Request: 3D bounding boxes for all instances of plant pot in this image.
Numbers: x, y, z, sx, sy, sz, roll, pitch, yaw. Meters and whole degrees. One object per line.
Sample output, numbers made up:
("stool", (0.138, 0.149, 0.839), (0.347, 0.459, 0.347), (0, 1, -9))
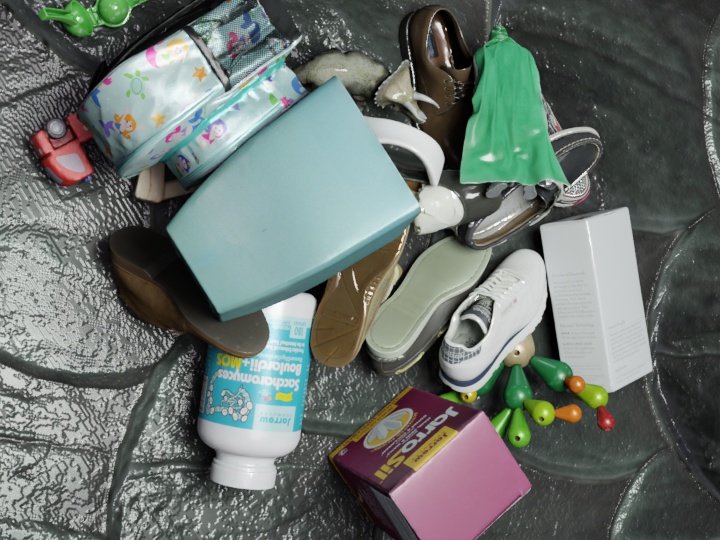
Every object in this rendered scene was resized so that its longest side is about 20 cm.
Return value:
("plant pot", (-0.072, -0.048, 0.922), (0.198, 0.141, 0.143), (-33, 87, -9))

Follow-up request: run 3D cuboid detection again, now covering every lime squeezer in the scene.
("lime squeezer", (-0.257, -0.269, 1.006), (0.038, 0.070, 0.199), (53, 44, 4))

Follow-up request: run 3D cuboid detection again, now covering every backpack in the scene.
("backpack", (-0.159, -0.164, 0.929), (0.199, 0.177, 0.152), (-35, 99, -25))

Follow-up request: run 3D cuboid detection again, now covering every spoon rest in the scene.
("spoon rest", (-0.012, -0.132, 1.054), (0.196, 0.061, 0.101), (7, 55, 15))

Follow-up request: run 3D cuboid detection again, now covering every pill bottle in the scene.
("pill bottle", (-0.109, 0.119, 1.039), (0.109, 0.111, 0.205), (8, 88, -19))

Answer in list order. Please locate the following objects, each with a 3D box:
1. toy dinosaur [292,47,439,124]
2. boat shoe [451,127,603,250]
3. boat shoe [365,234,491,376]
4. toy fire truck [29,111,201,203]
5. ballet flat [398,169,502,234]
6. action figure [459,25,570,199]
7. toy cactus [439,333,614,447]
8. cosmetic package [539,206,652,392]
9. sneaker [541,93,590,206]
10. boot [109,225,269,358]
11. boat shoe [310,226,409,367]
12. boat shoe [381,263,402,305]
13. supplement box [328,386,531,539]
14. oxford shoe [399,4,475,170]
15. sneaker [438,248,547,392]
("toy dinosaur", (-0.020, -0.211, 1.070), (0.196, 0.102, 0.079), (11, 87, -20))
("boat shoe", (0.192, -0.090, 1.121), (0.197, 0.061, 0.075), (-28, 123, -2))
("boat shoe", (0.078, 0.036, 1.134), (0.201, 0.071, 0.061), (-43, 149, -26))
("toy fire truck", (-0.219, -0.123, 1.028), (0.198, 0.049, 0.143), (-32, 101, -17))
("ballet flat", (0.052, -0.073, 1.077), (0.196, 0.069, 0.069), (9, 44, 15))
("action figure", (0.156, -0.175, 1.068), (0.115, 0.055, 0.204), (4, 66, -10))
("toy cactus", (0.185, 0.127, 1.150), (0.196, 0.103, 0.168), (-9, 57, 15))
("cosmetic package", (0.280, 0.035, 1.184), (0.101, 0.073, 0.205), (-13, 94, -45))
("sneaker", (0.201, -0.155, 1.166), (0.081, 0.074, 0.200), (-46, 106, -13))
("boot", (-0.170, 0.035, 0.995), (0.198, 0.076, 0.073), (33, 45, 22))
("boat shoe", (0.000, 0.000, 1.041), (0.070, 0.064, 0.203), (23, 93, 8))
("boat shoe", (-0.044, -0.026, 1.083), (0.199, 0.073, 0.064), (35, 82, -27))
("supplement box", (0.066, 0.213, 1.057), (0.130, 0.199, 0.104), (-37, 103, -16))
("oxford shoe", (0.098, -0.197, 1.124), (0.072, 0.084, 0.204), (-22, 100, -19))
("sneaker", (0.154, 0.042, 1.125), (0.201, 0.075, 0.081), (-54, 147, -30))
